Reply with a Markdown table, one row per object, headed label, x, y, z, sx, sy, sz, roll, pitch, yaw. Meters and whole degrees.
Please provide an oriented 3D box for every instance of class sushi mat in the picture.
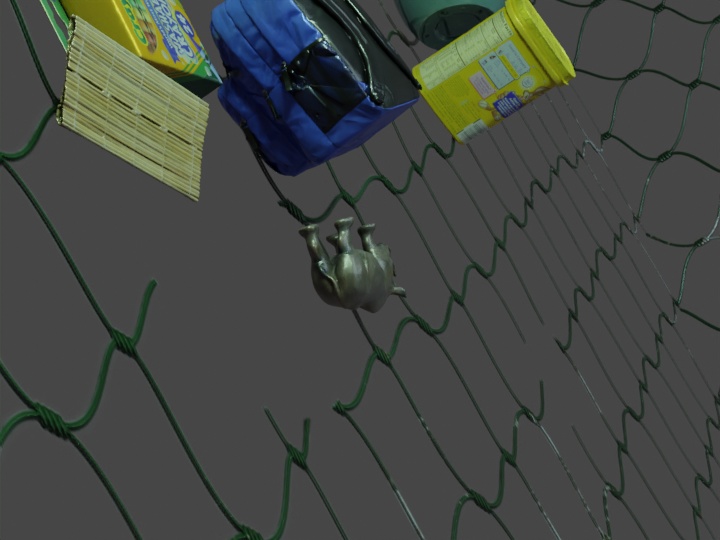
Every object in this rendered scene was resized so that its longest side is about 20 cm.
| label | x | y | z | sx | sy | sz | roll | pitch | yaw |
| --- | --- | --- | --- | --- | --- | --- | --- | --- | --- |
| sushi mat | -0.191 | -0.135 | 1.480 | 0.200 | 0.012 | 0.096 | 31 | 62 | -56 |

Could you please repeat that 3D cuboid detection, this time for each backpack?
| label | x | y | z | sx | sy | sz | roll | pitch | yaw |
| --- | --- | --- | --- | --- | --- | --- | --- | --- | --- |
| backpack | -0.065 | -0.208 | 1.760 | 0.200 | 0.167 | 0.162 | 54 | 15 | 0 |

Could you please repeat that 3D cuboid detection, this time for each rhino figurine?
| label | x | y | z | sx | sy | sz | roll | pitch | yaw |
| --- | --- | --- | --- | --- | --- | --- | --- | --- | --- |
| rhino figurine | 0.000 | 0.000 | 1.764 | 0.200 | 0.059 | 0.088 | 9 | 65 | -70 |

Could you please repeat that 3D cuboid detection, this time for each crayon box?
| label | x | y | z | sx | sy | sz | roll | pitch | yaw |
| --- | --- | --- | --- | --- | --- | --- | --- | --- | --- |
| crayon box | -0.211 | -0.222 | 1.573 | 0.126 | 0.051 | 0.200 | 62 | 18 | 12 |

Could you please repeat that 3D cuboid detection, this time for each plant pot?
| label | x | y | z | sx | sy | sz | roll | pitch | yaw |
| --- | --- | --- | --- | --- | --- | --- | --- | --- | --- |
| plant pot | 0.138 | -0.436 | 2.661 | 0.200 | 0.200 | 0.162 | 34 | 43 | -53 |

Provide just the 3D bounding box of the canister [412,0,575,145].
| label | x | y | z | sx | sy | sz | roll | pitch | yaw |
| --- | --- | --- | --- | --- | --- | --- | --- | --- | --- |
| canister | 0.194 | -0.293 | 2.564 | 0.149 | 0.199 | 0.087 | 50 | 19 | -24 |
